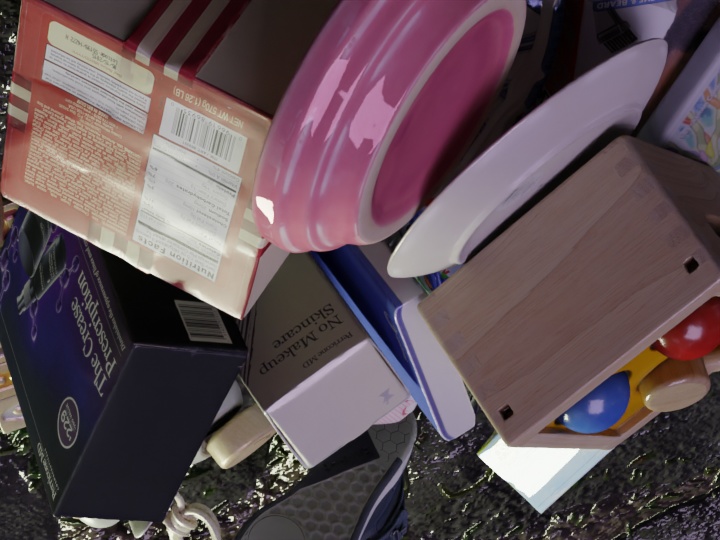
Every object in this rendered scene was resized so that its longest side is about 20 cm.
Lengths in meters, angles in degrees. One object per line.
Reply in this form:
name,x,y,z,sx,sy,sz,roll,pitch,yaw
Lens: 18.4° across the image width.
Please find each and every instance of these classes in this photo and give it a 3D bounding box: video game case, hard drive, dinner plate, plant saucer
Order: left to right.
hard drive,0.000,0.000,1.382,0.025,0.200,0.132,-30,137,-8
plant saucer,0.023,-0.089,1.128,0.201,0.051,0.201,-51,164,-20
dinner plate,0.098,-0.054,1.234,0.200,0.024,0.200,-37,167,-10
video game case,0.243,-0.072,1.365,0.182,0.022,0.200,2,137,-33

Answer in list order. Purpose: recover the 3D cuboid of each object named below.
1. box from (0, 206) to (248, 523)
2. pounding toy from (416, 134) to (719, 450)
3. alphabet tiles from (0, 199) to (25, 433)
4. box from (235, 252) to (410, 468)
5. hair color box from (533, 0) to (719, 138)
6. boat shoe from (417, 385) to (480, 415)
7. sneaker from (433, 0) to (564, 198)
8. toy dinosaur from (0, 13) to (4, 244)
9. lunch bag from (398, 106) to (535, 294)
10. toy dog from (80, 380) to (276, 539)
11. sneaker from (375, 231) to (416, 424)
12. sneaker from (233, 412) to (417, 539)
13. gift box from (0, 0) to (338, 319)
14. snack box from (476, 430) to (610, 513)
box,-0.151,0.030,1.334,0.079,0.200,0.141,5,128,-29
pounding toy,0.177,0.027,1.289,0.184,0.142,0.200,-40,158,19
alphabet tiles,-0.181,0.016,1.459,0.167,0.008,0.200,-19,137,-6
box,-0.055,0.023,1.376,0.082,0.200,0.068,-36,135,-2
hair color box,0.167,-0.163,1.290,0.111,0.064,0.200,-12,139,-13
boat shoe,0.107,0.040,1.548,0.066,0.075,0.199,41,116,2
sneaker,0.057,-0.119,1.284,0.088,0.075,0.200,11,127,-10
toy dinosaur,-0.227,-0.096,1.214,0.058,0.200,0.101,-17,139,-44
lunch bag,0.118,-0.059,1.422,0.200,0.076,0.161,-20,105,-11
toy dog,-0.143,0.123,1.495,0.096,0.132,0.200,-20,142,-52
sneaker,0.034,0.038,1.528,0.200,0.075,0.105,-29,135,12
sneaker,-0.031,0.200,1.596,0.202,0.077,0.146,-47,162,-29
gift box,-0.068,-0.119,1.203,0.184,0.187,0.200,30,138,4
snack box,0.185,0.049,1.501,0.200,0.068,0.169,-47,178,-40
